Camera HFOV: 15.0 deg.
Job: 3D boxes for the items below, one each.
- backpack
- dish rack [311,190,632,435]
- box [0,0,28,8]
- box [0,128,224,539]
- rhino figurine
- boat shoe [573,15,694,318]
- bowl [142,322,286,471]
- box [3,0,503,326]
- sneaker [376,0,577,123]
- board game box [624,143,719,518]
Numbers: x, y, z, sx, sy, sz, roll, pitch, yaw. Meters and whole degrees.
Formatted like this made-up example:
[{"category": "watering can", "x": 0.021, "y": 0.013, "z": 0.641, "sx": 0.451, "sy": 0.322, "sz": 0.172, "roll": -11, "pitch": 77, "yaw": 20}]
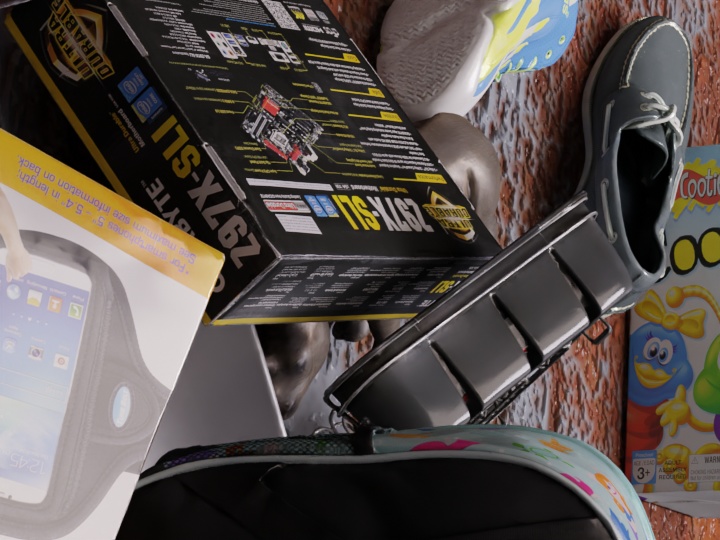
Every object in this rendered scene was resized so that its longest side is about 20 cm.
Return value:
[{"category": "backpack", "x": 0.017, "y": 0.142, "z": 1.010, "sx": 0.150, "sy": 0.199, "sz": 0.179, "roll": -13, "pitch": 96, "yaw": -74}, {"category": "dish rack", "x": 0.029, "y": 0.061, "z": 1.183, "sx": 0.153, "sy": 0.200, "sz": 0.055, "roll": -35, "pitch": 81, "yaw": -32}, {"category": "box", "x": -0.135, "y": -0.221, "z": 0.965, "sx": 0.200, "sy": 0.163, "sz": 0.167, "roll": 45, "pitch": 43, "yaw": -47}, {"category": "box", "x": -0.135, "y": 0.056, "z": 0.939, "sx": 0.119, "sy": 0.041, "sz": 0.201, "roll": 29, "pitch": 64, "yaw": -21}, {"category": "rhino figurine", "x": 0.000, "y": 0.000, "z": 1.261, "sx": 0.200, "sy": 0.060, "sz": 0.088, "roll": -42, "pitch": 135, "yaw": -35}, {"category": "boat shoe", "x": 0.159, "y": -0.063, "z": 1.514, "sx": 0.073, "sy": 0.062, "sz": 0.201, "roll": 34, "pitch": 56, "yaw": -23}, {"category": "bowl", "x": -0.105, "y": 0.103, "z": 1.072, "sx": 0.200, "sy": 0.074, "sz": 0.201, "roll": -36, "pitch": 116, "yaw": -53}, {"category": "box", "x": -0.039, "y": -0.053, "z": 1.141, "sx": 0.160, "sy": 0.049, "sz": 0.200, "roll": 56, "pitch": 24, "yaw": 17}, {"category": "sneaker", "x": 0.072, "y": -0.122, "z": 1.385, "sx": 0.105, "sy": 0.075, "sz": 0.201, "roll": 58, "pitch": 40, "yaw": -37}, {"category": "board game box", "x": 0.222, "y": 0.036, "z": 1.579, "sx": 0.103, "sy": 0.104, "sz": 0.201, "roll": 22, "pitch": 67, "yaw": -54}]
